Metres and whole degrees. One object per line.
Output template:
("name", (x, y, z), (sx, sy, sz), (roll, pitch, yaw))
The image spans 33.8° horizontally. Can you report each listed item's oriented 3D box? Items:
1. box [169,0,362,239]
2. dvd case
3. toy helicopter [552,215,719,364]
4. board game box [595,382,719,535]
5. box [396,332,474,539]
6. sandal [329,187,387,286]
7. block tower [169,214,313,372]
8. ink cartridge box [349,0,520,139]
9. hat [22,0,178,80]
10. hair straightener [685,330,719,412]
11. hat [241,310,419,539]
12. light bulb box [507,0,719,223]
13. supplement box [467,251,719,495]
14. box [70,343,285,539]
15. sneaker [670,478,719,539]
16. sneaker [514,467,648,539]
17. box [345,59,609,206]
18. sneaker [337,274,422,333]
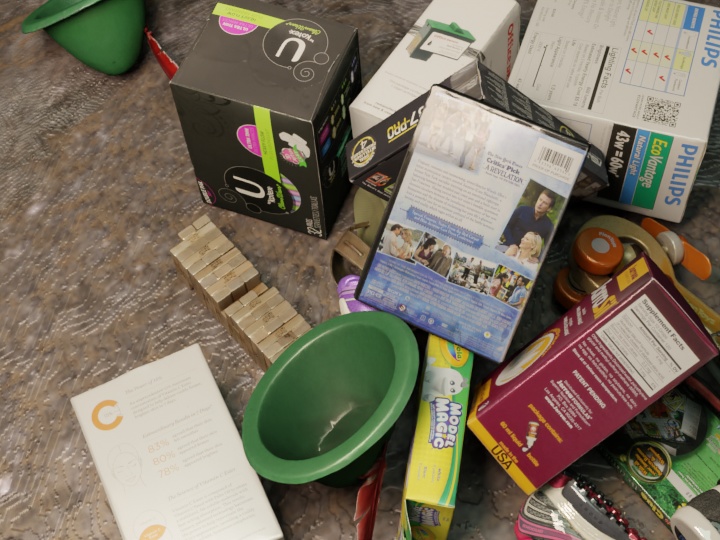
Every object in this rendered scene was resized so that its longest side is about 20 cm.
("box", (-0.084, -0.150, 1.180), (0.148, 0.200, 0.125), (17, 62, 13))
("dvd case", (0.091, -0.039, 1.002), (0.142, 0.018, 0.201), (24, 104, 13))
("toy helicopter", (0.294, 0.017, 1.137), (0.200, 0.079, 0.132), (39, 55, 17))
("board game box", (0.282, 0.162, 1.078), (0.105, 0.023, 0.200), (-31, 62, -17))
("box", (0.066, 0.153, 1.041), (0.048, 0.117, 0.201), (10, 61, 4))
("sandal", (0.000, 0.000, 1.150), (0.057, 0.080, 0.202), (15, 59, -18))
("block tower", (-0.109, 0.036, 1.157), (0.054, 0.058, 0.200), (-37, 62, -17))
("ink cartridge box", (0.080, -0.177, 1.218), (0.084, 0.146, 0.200), (26, 64, 20))
("hat", (-0.265, -0.237, 1.339), (0.165, 0.176, 0.200), (-27, 25, 4))
("hair straightener", (0.326, 0.084, 1.067), (0.200, 0.041, 0.077), (45, 111, 2))
("hat", (0.005, 0.163, 1.038), (0.200, 0.176, 0.166), (-43, 36, -7))
("light bulb box", (0.258, -0.179, 1.212), (0.199, 0.125, 0.199), (15, 56, 11))
("supplement box", (0.195, 0.086, 1.018), (0.200, 0.110, 0.086), (-41, 93, 14))
("box", (-0.156, 0.188, 1.046), (0.124, 0.098, 0.200), (-23, 62, -10))
("sneaker", (0.361, 0.253, 0.978), (0.112, 0.073, 0.200), (-33, 75, -14))
("sneaker", (0.220, 0.257, 1.004), (0.200, 0.081, 0.075), (44, 99, 24))
("box", (0.110, -0.099, 1.110), (0.161, 0.200, 0.049), (-30, 51, 33))
("sneaker", (0.070, 0.006, 1.098), (0.199, 0.081, 0.084), (-16, 74, -28))
